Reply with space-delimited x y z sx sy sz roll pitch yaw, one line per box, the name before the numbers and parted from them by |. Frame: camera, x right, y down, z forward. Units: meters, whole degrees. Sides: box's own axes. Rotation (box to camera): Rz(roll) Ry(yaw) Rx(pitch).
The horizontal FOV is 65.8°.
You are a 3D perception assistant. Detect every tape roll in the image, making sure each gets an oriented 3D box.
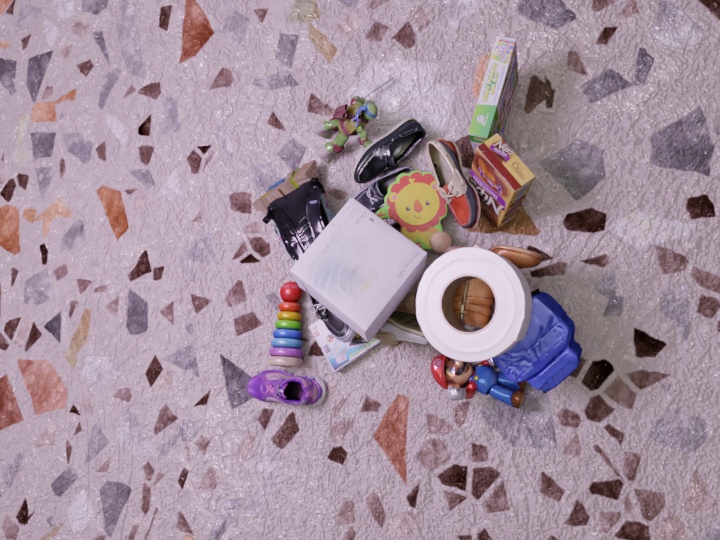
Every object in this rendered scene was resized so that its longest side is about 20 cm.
tape roll | 0.203 0.061 1.000 0.201 0.071 0.205 -2 85 27

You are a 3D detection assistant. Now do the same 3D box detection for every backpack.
backpack | 0.339 0.139 1.086 0.162 0.200 0.168 -41 79 18
backpack | -0.115 -0.090 1.297 0.166 0.126 0.201 -31 68 15

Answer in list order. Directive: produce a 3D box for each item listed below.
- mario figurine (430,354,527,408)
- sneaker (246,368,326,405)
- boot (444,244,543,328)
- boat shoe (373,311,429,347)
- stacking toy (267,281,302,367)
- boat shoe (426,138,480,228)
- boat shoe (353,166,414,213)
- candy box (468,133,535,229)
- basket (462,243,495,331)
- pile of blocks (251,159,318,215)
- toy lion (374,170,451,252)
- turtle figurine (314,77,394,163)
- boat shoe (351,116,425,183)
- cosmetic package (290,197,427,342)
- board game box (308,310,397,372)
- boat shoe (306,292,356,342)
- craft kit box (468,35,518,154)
mario figurine | 0.243 0.216 1.154 0.198 0.123 0.107 12 101 15
sneaker | -0.185 0.277 1.306 0.198 0.088 0.081 1 86 20
boot | 0.245 0.034 1.056 0.198 0.073 0.157 -1 80 33
boat shoe | 0.075 0.127 1.197 0.199 0.074 0.069 17 110 41
stacking toy | -0.174 0.127 1.328 0.084 0.085 0.202 -2 77 18
boat shoe | 0.191 -0.181 1.163 0.071 0.062 0.202 -26 76 45
boat shoe | 0.043 -0.176 1.286 0.199 0.068 0.072 -28 76 14
candy box | 0.280 -0.175 1.135 0.056 0.200 0.117 -35 73 -4
basket | 0.233 0.057 1.166 0.200 0.135 0.123 -47 69 8
pile of blocks | -0.174 -0.195 1.376 0.199 0.082 0.062 -28 119 23
toy lion | 0.108 -0.116 1.233 0.198 0.069 0.193 -20 91 9
turtle figurine | -0.004 -0.333 1.317 0.193 0.200 0.145 -17 108 39
boat shoe | 0.069 -0.262 1.262 0.199 0.075 0.066 -39 49 -5
cosmetic package | 0.000 0.000 1.138 0.199 0.123 0.200 37 79 12
board game box | -0.009 0.130 1.289 0.199 0.035 0.127 -35 74 12
boat shoe | -0.074 0.079 1.259 0.074 0.068 0.200 -43 48 17
craft kit box | 0.279 -0.344 1.156 0.048 0.197 0.202 16 90 20
